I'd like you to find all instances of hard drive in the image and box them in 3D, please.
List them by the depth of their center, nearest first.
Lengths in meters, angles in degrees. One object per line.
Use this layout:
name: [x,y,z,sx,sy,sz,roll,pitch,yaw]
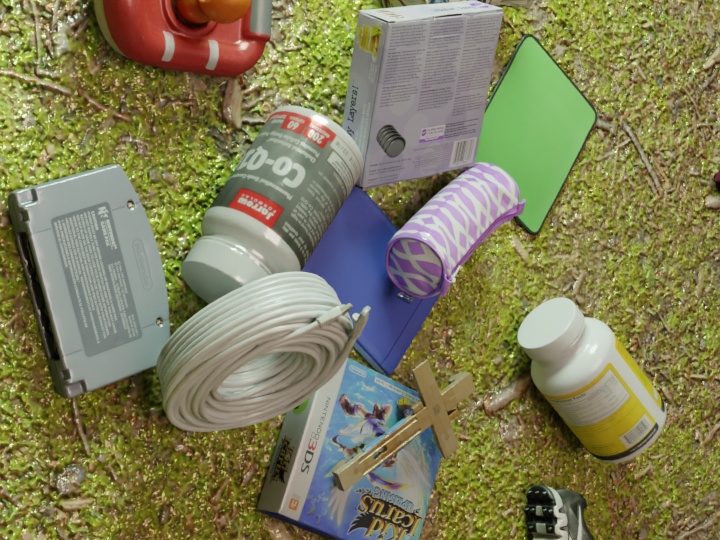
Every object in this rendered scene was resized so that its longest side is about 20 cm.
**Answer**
hard drive: [0.000,0.000,1.694,0.200,0.025,0.132,48,62,-28]

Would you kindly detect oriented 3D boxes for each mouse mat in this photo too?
mouse mat: [0.207,-0.165,1.878,0.161,0.008,0.201,44,62,-30]

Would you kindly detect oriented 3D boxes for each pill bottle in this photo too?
pill bottle: [-0.090,-0.057,1.566,0.114,0.113,0.201,45,62,-29]
pill bottle: [0.274,0.129,1.858,0.200,0.112,0.112,50,61,-27]

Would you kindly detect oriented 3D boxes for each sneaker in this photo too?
sneaker: [0.247,0.355,1.860,0.090,0.066,0.202,0,87,-37]

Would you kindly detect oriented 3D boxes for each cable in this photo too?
cable: [-0.103,0.082,1.506,0.199,0.200,0.070,-14,62,-23]

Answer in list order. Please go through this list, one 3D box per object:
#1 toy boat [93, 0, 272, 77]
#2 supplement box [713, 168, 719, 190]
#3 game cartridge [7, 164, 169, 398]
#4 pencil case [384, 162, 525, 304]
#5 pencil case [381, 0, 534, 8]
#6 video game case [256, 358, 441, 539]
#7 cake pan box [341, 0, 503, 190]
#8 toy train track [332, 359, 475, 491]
toy boat: [-0.156,-0.262,1.504,0.199,0.130,0.132,3,89,-39]
supplement box: [0.586,-0.083,2.117,0.200,0.110,0.086,51,60,-25]
game cartridge: [-0.252,0.007,1.484,0.133,0.040,0.202,-18,101,-34]
pencil case: [0.105,-0.046,1.717,0.200,0.085,0.084,-46,152,-45]
pencil case: [0.114,-0.320,1.760,0.199,0.078,0.090,-20,84,-38]
video game case: [-0.001,0.204,1.677,0.199,0.045,0.183,28,73,-35]
cake pan box: [0.067,-0.193,1.675,0.199,0.052,0.186,-16,125,-43]
toy train track: [0.043,0.169,1.667,0.199,0.032,0.115,-34,116,-30]
